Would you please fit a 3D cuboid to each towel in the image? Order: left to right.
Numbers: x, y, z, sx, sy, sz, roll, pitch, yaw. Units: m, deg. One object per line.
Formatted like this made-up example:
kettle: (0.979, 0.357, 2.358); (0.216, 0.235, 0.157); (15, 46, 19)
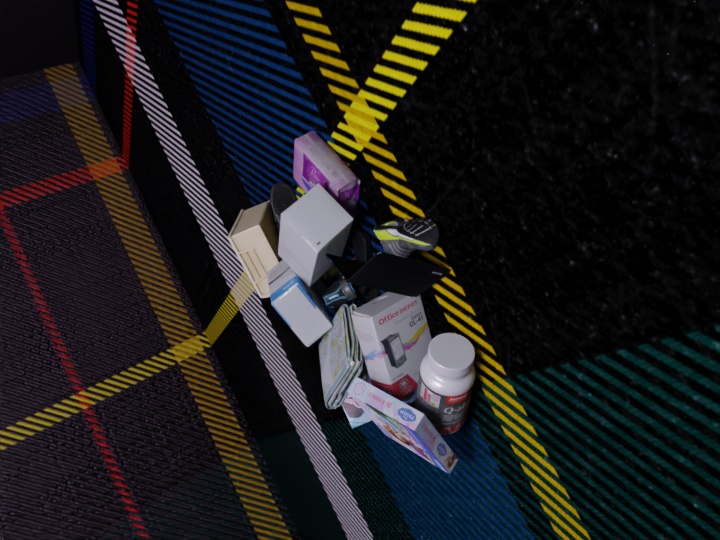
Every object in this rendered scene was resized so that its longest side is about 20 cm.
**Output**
towel: (-0.046, 0.200, 1.389); (0.202, 0.047, 0.174); (120, 152, -44)

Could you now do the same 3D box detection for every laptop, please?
laptop: (0.050, -0.015, 1.214); (0.105, 0.174, 0.200); (-66, 32, 17)

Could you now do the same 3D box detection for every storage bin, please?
storage bin: (-0.257, -0.059, 1.616); (0.201, 0.092, 0.202); (-92, -21, -65)

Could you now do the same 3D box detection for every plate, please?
plate: (-0.104, 0.039, 1.592); (0.201, 0.025, 0.200); (52, 180, 0)

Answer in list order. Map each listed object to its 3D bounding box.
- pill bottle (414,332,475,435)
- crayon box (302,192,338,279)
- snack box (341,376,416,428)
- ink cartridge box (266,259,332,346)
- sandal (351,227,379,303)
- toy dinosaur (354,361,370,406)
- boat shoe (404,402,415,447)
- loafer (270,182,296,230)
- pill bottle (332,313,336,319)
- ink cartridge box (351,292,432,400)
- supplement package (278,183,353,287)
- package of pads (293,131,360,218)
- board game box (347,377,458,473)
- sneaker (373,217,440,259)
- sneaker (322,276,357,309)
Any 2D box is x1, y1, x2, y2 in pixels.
pill bottle: (0.174, 0.233, 1.224); (0.116, 0.114, 0.204); (42, 144, 37)
crayon box: (-0.096, -0.091, 1.509); (0.119, 0.057, 0.203); (46, 147, 33)
snack box: (0.042, 0.294, 1.458); (0.197, 0.037, 0.118); (-27, 88, 19)
ink cartridge box: (-0.153, 0.069, 1.461); (0.146, 0.083, 0.200); (52, -177, -24)
sandal: (-0.001, -0.001, 1.423); (0.075, 0.047, 0.205); (24, 131, 52)
toy dinosaur: (0.037, 0.227, 1.413); (0.183, 0.104, 0.201); (-54, 23, 15)
boat shoe: (0.138, 0.383, 1.448); (0.061, 0.075, 0.203); (7, 146, 8)
loafer: (-0.206, -0.139, 1.631); (0.071, 0.071, 0.206); (144, 115, -69)
pill bottle: (-0.009, 0.205, 1.529); (0.111, 0.111, 0.205); (18, 126, 54)
ink cartridge box: (0.079, 0.159, 1.300); (0.085, 0.146, 0.205); (7, 118, 54)
supplement package: (-0.105, -0.074, 1.330); (0.117, 0.117, 0.201); (45, 157, 9)
package of pads: (-0.082, -0.213, 1.372); (0.201, 0.075, 0.122); (49, 151, 29)
board game box: (0.089, 0.327, 1.258); (0.197, 0.041, 0.201); (20, 153, 45)
sneaker: (0.100, -0.057, 1.193); (0.199, 0.073, 0.083); (18, 134, 64)
sneaker: (-0.056, 0.056, 1.482); (0.075, 0.080, 0.200); (64, 177, 6)
